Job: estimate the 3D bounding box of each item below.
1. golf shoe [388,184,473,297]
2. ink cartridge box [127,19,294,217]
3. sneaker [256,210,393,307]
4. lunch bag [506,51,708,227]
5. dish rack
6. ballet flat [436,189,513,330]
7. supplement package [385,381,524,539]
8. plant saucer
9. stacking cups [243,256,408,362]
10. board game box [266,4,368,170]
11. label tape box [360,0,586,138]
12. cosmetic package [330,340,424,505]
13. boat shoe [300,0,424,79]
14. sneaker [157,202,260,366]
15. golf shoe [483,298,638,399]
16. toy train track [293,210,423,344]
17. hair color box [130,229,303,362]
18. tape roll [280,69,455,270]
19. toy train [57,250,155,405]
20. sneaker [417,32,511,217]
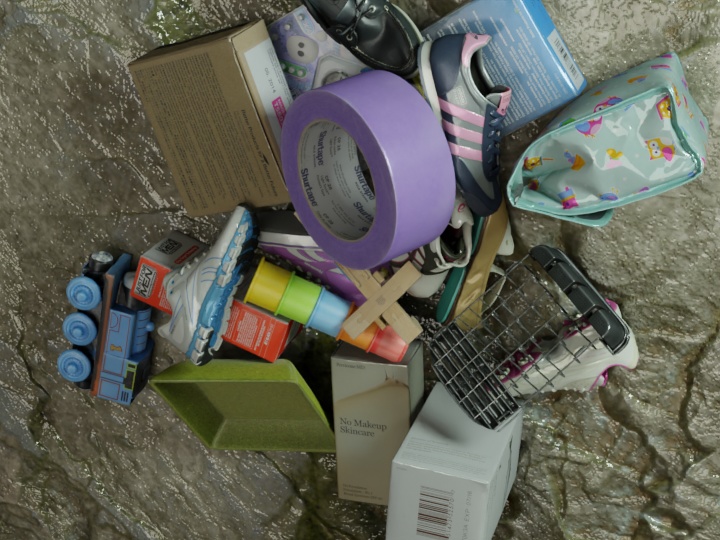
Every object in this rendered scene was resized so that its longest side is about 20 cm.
[{"bbox_3d":[0.082,-0.025,1.495,0.077,0.088,0.201,-12,141,-16],"label":"golf shoe"},{"bbox_3d":[-0.156,-0.172,1.534,0.164,0.075,0.201,-6,113,34],"label":"ink cartridge box"},{"bbox_3d":[-0.051,-0.003,1.595,0.199,0.073,0.115,12,119,14],"label":"sneaker"},{"bbox_3d":[0.251,-0.126,1.377,0.199,0.170,0.122,-24,102,22],"label":"lunch bag"},{"bbox_3d":[0.180,0.079,1.486,0.200,0.055,0.154,-42,58,9],"label":"dish rack"},{"bbox_3d":[0.143,-0.017,1.534,0.063,0.069,0.201,11,122,-11],"label":"ballet flat"},{"bbox_3d":[0.114,0.235,1.564,0.117,0.200,0.118,10,115,15],"label":"supplement package"},{"bbox_3d":[-0.135,0.164,1.667,0.199,0.048,0.200,-1,147,20],"label":"plant saucer"},{"bbox_3d":[-0.035,0.048,1.557,0.199,0.061,0.061,23,118,-2],"label":"stacking cups"},{"bbox_3d":[-0.026,-0.210,1.521,0.199,0.026,0.201,-24,103,26],"label":"board game box"},{"bbox_3d":[0.123,-0.213,1.447,0.199,0.063,0.145,-26,102,28],"label":"label tape box"},{"bbox_3d":[0.024,0.187,1.649,0.103,0.073,0.201,4,114,18],"label":"cosmetic package"},{"bbox_3d":[-0.013,-0.278,1.420,0.075,0.066,0.200,-46,70,21],"label":"boat shoe"},{"bbox_3d":[-0.184,0.007,1.539,0.086,0.075,0.201,27,104,13],"label":"sneaker"},{"bbox_3d":[0.233,0.116,1.547,0.200,0.075,0.092,-33,102,29],"label":"golf shoe"},{"bbox_3d":[0.000,0.000,1.528,0.115,0.033,0.200,-43,85,20],"label":"toy train track"},{"bbox_3d":[-0.169,0.030,1.631,0.199,0.102,0.061,25,116,8],"label":"hair color box"},{"bbox_3d":[0.005,-0.108,1.425,0.200,0.085,0.201,31,132,42],"label":"tape roll"},{"bbox_3d":[-0.321,0.073,1.716,0.114,0.087,0.201,14,114,3],"label":"toy train"},{"bbox_3d":[0.126,-0.153,1.396,0.082,0.070,0.201,-12,111,27],"label":"sneaker"}]
